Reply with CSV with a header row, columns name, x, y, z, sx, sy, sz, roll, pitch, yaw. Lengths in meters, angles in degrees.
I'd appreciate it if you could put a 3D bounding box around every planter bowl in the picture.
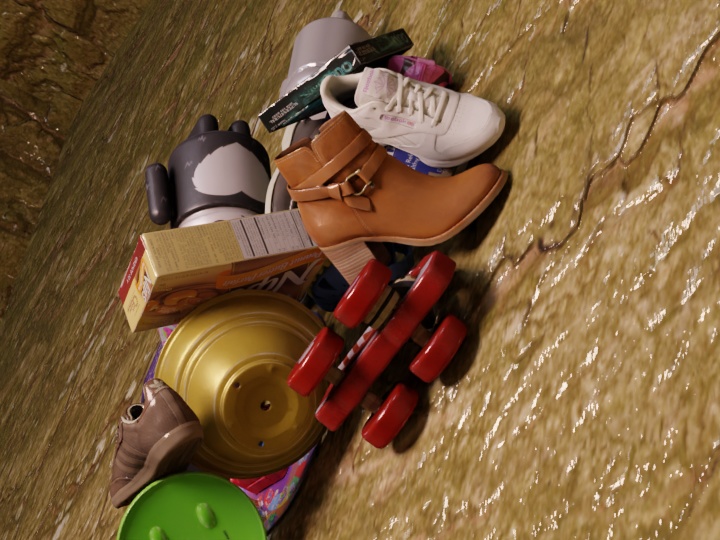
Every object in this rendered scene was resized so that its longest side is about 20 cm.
name,x,y,z,sx,sy,sz,roll,pitch,yaw
planter bowl,-0.103,0.126,1.394,0.202,0.199,0.083,-62,20,2

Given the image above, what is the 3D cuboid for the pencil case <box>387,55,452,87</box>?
name,x,y,z,sx,sy,sz,roll,pitch,yaw
pencil case,0.035,-0.148,1.555,0.094,0.090,0.201,68,-137,-77

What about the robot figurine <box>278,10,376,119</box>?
name,x,y,z,sx,sy,sz,roll,pitch,yaw
robot figurine,-0.038,-0.249,1.807,0.169,0.113,0.201,-24,40,31

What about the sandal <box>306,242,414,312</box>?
name,x,y,z,sx,sy,sz,roll,pitch,yaw
sandal,0.000,0.000,1.477,0.079,0.087,0.200,-36,-11,-27

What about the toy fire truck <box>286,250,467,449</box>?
name,x,y,z,sx,sy,sz,roll,pitch,yaw
toy fire truck,0.024,0.060,1.326,0.201,0.112,0.168,-55,4,20

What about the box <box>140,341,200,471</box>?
name,x,y,z,sx,sy,sz,roll,pitch,yaw
box,-0.205,0.166,1.699,0.201,0.104,0.149,-92,25,-53

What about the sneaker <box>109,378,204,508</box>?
name,x,y,z,sx,sy,sz,roll,pitch,yaw
sneaker,-0.211,0.172,1.388,0.076,0.070,0.200,61,142,14

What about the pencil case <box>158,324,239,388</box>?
name,x,y,z,sx,sy,sz,roll,pitch,yaw
pencil case,-0.171,0.089,1.529,0.087,0.087,0.202,-149,43,-69

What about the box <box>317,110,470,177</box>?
name,x,y,z,sx,sy,sz,roll,pitch,yaw
box,0.025,-0.130,1.483,0.199,0.032,0.122,11,73,34

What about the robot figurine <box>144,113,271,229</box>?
name,x,y,z,sx,sy,sz,roll,pitch,yaw
robot figurine,-0.159,-0.081,1.602,0.149,0.125,0.201,-12,60,8

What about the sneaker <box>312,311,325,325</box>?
name,x,y,z,sx,sy,sz,roll,pitch,yaw
sneaker,-0.069,0.079,1.555,0.079,0.075,0.200,-48,24,-6

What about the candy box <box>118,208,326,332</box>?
name,x,y,z,sx,sy,sz,roll,pitch,yaw
candy box,-0.138,-0.002,1.424,0.056,0.199,0.116,66,149,21

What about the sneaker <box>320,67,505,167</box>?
name,x,y,z,sx,sy,sz,roll,pitch,yaw
sneaker,0.047,-0.158,1.403,0.199,0.100,0.075,8,69,27

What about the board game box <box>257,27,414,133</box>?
name,x,y,z,sx,sy,sz,roll,pitch,yaw
board game box,-0.024,-0.218,1.578,0.135,0.028,0.200,-34,2,24

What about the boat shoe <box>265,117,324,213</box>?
name,x,y,z,sx,sy,sz,roll,pitch,yaw
boat shoe,-0.062,-0.097,1.590,0.060,0.072,0.202,-9,51,23

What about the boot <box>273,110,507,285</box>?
name,x,y,z,sx,sy,sz,roll,pitch,yaw
boot,0.027,-0.093,1.352,0.199,0.156,0.077,-28,14,19

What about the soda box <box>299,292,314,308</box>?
name,x,y,z,sx,sy,sz,roll,pitch,yaw
soda box,-0.083,0.009,1.681,0.200,0.063,0.071,-54,23,26

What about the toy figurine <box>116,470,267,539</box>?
name,x,y,z,sx,sy,sz,roll,pitch,yaw
toy figurine,-0.161,0.304,1.453,0.149,0.201,0.184,-27,-2,-6

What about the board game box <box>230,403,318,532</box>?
name,x,y,z,sx,sy,sz,roll,pitch,yaw
board game box,-0.107,0.197,1.544,0.159,0.039,0.200,-61,21,8
